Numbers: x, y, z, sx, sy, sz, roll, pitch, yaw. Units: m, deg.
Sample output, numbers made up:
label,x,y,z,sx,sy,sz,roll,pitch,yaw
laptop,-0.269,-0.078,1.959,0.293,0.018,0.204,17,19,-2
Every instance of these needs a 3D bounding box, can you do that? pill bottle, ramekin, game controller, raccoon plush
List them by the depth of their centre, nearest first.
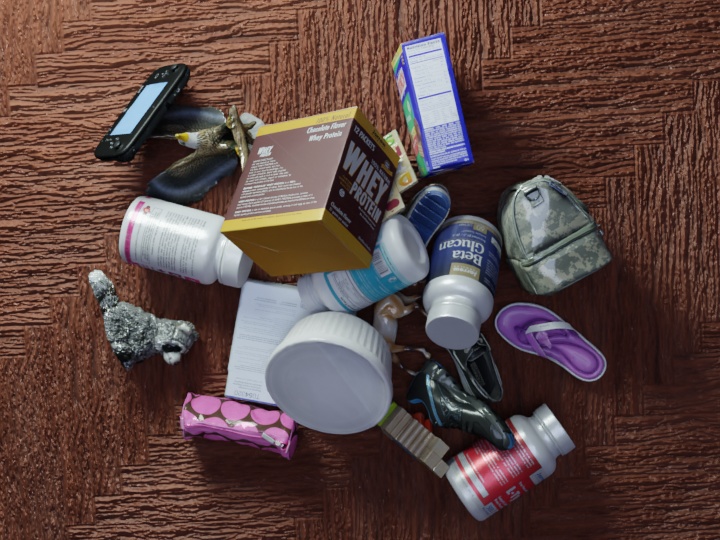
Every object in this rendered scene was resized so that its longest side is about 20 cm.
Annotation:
label,x,y,z,sx,sy,sz,roll,pitch,yaw
pill bottle,0.157,0.020,1.470,0.110,0.111,0.201,14,50,1
ramekin,-0.041,0.154,1.470,0.201,0.094,0.203,8,128,10
pill bottle,0.000,0.000,1.475,0.199,0.111,0.111,-26,92,22
game controller,-0.348,-0.253,1.502,0.104,0.042,0.201,10,60,38
pill bottle,-0.277,-0.043,1.521,0.199,0.113,0.114,15,94,6
pill bottle,0.244,0.309,1.535,0.200,0.112,0.113,-35,92,4
raccoon plush,-0.356,0.069,1.554,0.133,0.097,0.201,-24,92,-5

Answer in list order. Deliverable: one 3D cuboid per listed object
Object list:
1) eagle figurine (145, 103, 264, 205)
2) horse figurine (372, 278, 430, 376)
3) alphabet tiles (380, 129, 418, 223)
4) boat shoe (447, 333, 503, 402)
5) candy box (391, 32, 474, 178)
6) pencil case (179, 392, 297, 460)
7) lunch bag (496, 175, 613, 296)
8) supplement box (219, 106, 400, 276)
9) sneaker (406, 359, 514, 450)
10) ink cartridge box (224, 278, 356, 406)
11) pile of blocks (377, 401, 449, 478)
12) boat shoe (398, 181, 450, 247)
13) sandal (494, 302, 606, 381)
label,x,y,z,sx,sy,sz,roll,pitch,yaw
eagle figurine,-0.262,-0.203,1.528,0.199,0.151,0.152,-11,50,34
horse figurine,0.061,0.093,1.560,0.132,0.050,0.201,15,96,-5
alphabet tiles,0.004,-0.138,1.489,0.166,0.201,0.006,-32,135,14
boat shoe,0.178,0.124,1.534,0.071,0.064,0.201,-33,102,-20
candy box,0.111,-0.253,1.476,0.077,0.169,0.201,-13,92,-1
pencil case,-0.201,0.257,1.554,0.199,0.094,0.091,9,112,3
lunch bag,0.286,-0.063,1.467,0.139,0.200,0.168,-31,93,3
supplement box,-0.073,-0.116,1.429,0.196,0.133,0.201,-5,57,35
sneaker,0.161,0.231,1.510,0.200,0.073,0.082,39,88,31
ink cartridge box,-0.116,0.127,1.570,0.195,0.043,0.201,11,95,-1
pile of blocks,0.074,0.255,1.553,0.200,0.082,0.062,39,79,15
boat shoe,0.082,-0.061,1.533,0.072,0.072,0.200,37,117,-10
sandal,0.319,0.114,1.551,0.202,0.050,0.083,27,94,0
